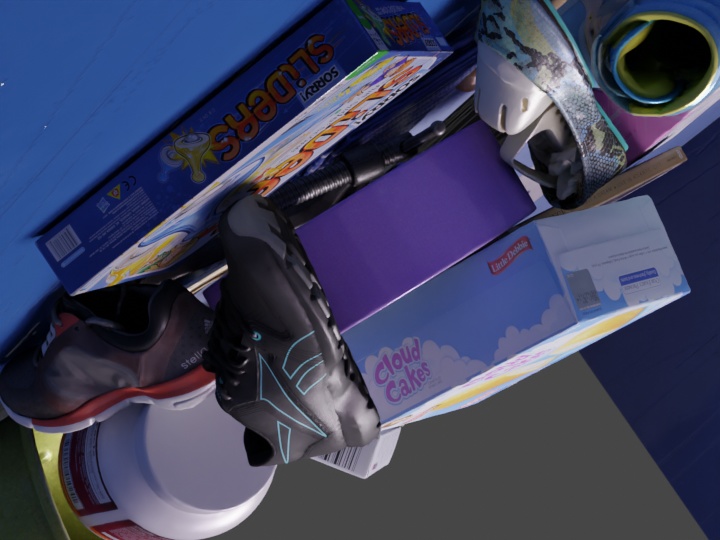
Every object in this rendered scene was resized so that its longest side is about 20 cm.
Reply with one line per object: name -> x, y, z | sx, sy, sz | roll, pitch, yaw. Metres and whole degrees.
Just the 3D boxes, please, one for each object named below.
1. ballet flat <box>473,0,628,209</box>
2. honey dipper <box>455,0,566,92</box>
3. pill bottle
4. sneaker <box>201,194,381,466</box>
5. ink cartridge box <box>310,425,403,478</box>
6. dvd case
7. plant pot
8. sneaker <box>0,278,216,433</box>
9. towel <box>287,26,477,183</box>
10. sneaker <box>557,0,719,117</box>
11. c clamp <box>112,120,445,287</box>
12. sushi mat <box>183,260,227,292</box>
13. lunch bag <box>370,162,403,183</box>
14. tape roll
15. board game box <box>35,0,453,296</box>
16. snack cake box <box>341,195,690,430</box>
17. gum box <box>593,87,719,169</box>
ballet flat -> 0.102, -0.094, 1.259 | 0.074, 0.074, 0.200 | -35, 142, 4
honey dipper -> 0.108, -0.156, 1.328 | 0.038, 0.038, 0.200 | -31, 176, -32
pill bottle -> -0.117, 0.114, 1.373 | 0.113, 0.113, 0.200 | -33, -177, -21
sneaker -> -0.047, 0.042, 1.166 | 0.079, 0.076, 0.201 | -23, 138, -1
ink cartridge box -> -0.068, 0.110, 1.756 | 0.200, 0.195, 0.044 | 24, 86, -83
dvd case -> 0.108, -0.022, 1.453 | 0.199, 0.016, 0.148 | -26, 177, -43
plant pot -> -0.266, 0.210, 1.498 | 0.183, 0.202, 0.200 | -23, 174, 0
sneaker -> -0.152, 0.037, 1.279 | 0.199, 0.082, 0.077 | -13, -145, 41
towel -> -0.001, -0.084, 1.373 | 0.144, 0.024, 0.200 | -34, 177, -30
sneaker -> 0.156, -0.135, 1.307 | 0.199, 0.080, 0.130 | -13, -162, 48
c clamp -> -0.057, -0.036, 1.276 | 0.199, 0.027, 0.171 | -24, 176, -11
sushi mat -> -0.095, 0.000, 1.473 | 0.199, 0.012, 0.096 | -32, -177, -24
lunch bag -> 0.008, 0.012, 1.663 | 0.170, 0.124, 0.199 | -37, 151, 21
tape roll -> 0.005, -0.012, 1.320 | 0.199, 0.066, 0.200 | -32, -179, 1
board game box -> -0.056, -0.064, 1.108 | 0.199, 0.035, 0.135 | -37, 174, 18
snack cake box -> 0.086, 0.029, 1.339 | 0.115, 0.068, 0.200 | -14, 168, -45
gum box -> 0.198, -0.158, 1.422 | 0.066, 0.114, 0.200 | -32, 174, -33
